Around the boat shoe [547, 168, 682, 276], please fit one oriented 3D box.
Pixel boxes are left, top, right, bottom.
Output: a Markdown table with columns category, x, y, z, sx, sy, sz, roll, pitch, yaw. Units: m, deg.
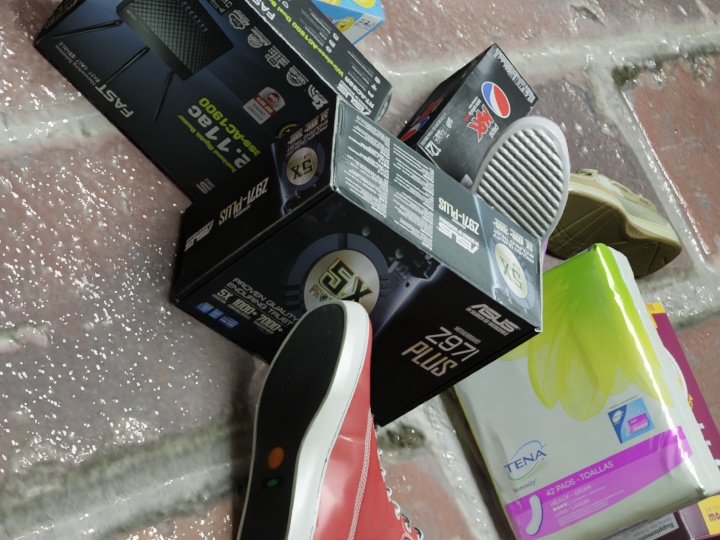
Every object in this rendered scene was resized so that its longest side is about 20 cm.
| category | x | y | z | sx | sy | sz | roll | pitch | yaw |
| --- | --- | --- | --- | --- | --- | --- | --- | --- | --- |
| boat shoe | 0.203 | -0.050 | 1.844 | 0.200 | 0.073 | 0.063 | 17 | 44 | -46 |

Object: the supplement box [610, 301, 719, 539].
| category | x | y | z | sx | sy | sz | roll | pitch | yaw |
| --- | --- | --- | --- | --- | --- | --- | --- | --- | --- |
| supplement box | 0.218 | 0.132 | 1.700 | 0.110 | 0.086 | 0.201 | -2 | 65 | -51 |

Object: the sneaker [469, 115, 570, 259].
| category | x | y | z | sx | sy | sz | roll | pitch | yaw |
| --- | --- | --- | --- | --- | --- | --- | --- | --- | --- |
| sneaker | 0.120 | -0.052 | 1.663 | 0.072 | 0.201 | 0.114 | 16 | 37 | 4 |

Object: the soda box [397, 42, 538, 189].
| category | x | y | z | sx | sy | sz | roll | pitch | yaw |
| --- | --- | --- | --- | --- | --- | --- | --- | --- | --- |
| soda box | 0.074 | -0.104 | 1.725 | 0.063 | 0.071 | 0.200 | 49 | 35 | -9 |

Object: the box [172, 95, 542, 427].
| category | x | y | z | sx | sy | sz | roll | pitch | yaw |
| --- | --- | --- | --- | --- | --- | --- | --- | --- | --- |
| box | 0.000 | 0.000 | 1.474 | 0.200 | 0.164 | 0.086 | 34 | 40 | -30 |

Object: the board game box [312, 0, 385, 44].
| category | x | y | z | sx | sy | sz | roll | pitch | yaw |
| --- | --- | --- | --- | --- | --- | --- | --- | --- | --- |
| board game box | -0.089 | -0.282 | 1.683 | 0.195 | 0.056 | 0.201 | 9 | 57 | -47 |

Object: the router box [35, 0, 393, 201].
| category | x | y | z | sx | sy | sz | roll | pitch | yaw |
| --- | --- | --- | --- | --- | --- | --- | --- | --- | --- |
| router box | -0.100 | -0.141 | 1.475 | 0.200 | 0.150 | 0.062 | 45 | 36 | -16 |

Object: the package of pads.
| category | x | y | z | sx | sy | sz | roll | pitch | yaw |
| --- | --- | --- | --- | --- | --- | --- | --- | --- | --- |
| package of pads | 0.157 | 0.101 | 1.593 | 0.068 | 0.154 | 0.201 | 8 | 58 | -63 |

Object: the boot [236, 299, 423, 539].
| category | x | y | z | sx | sy | sz | roll | pitch | yaw |
| --- | --- | --- | --- | --- | --- | --- | --- | --- | --- |
| boot | 0.000 | 0.130 | 1.426 | 0.144 | 0.072 | 0.201 | 27 | 67 | -37 |
